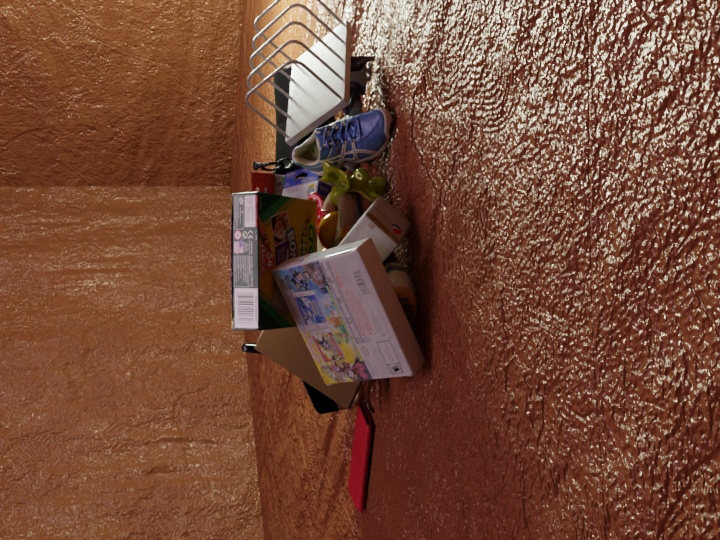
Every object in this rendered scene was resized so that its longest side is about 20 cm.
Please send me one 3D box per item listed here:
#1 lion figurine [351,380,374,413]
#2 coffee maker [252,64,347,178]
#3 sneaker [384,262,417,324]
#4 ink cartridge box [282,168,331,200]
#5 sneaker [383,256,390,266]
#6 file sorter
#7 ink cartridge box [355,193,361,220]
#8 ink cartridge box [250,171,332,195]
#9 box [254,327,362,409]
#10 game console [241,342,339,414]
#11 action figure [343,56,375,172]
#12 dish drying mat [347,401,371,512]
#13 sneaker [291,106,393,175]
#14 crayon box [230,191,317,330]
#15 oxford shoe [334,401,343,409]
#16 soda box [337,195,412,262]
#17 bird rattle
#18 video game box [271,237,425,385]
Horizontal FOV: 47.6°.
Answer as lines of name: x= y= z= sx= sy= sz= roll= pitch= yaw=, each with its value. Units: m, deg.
lion figurine: x=-0.026 y=0.157 z=1.460 sx=0.124 sy=0.198 sz=0.072 roll=-61 pitch=-28 yaw=0
coffee maker: x=-0.112 y=-0.292 z=1.581 sx=0.191 sy=0.132 sz=0.205 roll=2 pitch=-95 yaw=-60
sneaker: x=0.040 y=0.075 z=1.256 sx=0.089 sy=0.074 sz=0.202 roll=-95 pitch=21 yaw=-44
ink cartridge box: x=-0.110 y=-0.089 z=1.513 sx=0.118 sy=0.041 sz=0.205 roll=-6 pitch=73 yaw=50
sneaker: x=0.000 y=0.000 z=1.384 sx=0.200 sy=0.069 sz=0.080 roll=-177 pitch=93 yaw=-75
file sorter: x=-0.106 y=-0.343 z=1.348 sx=0.137 sy=0.124 sz=0.203 roll=-29 pitch=45 yaw=33
ink cartridge box: x=-0.047 y=-0.041 z=1.570 sx=0.202 sy=0.066 sz=0.118 roll=106 pitch=157 yaw=-50
ink cartridge box: x=-0.138 y=-0.149 z=1.683 sx=0.050 sy=0.198 sz=0.112 roll=2 pitch=94 yaw=39
box: x=-0.067 y=0.109 z=1.365 sx=0.166 sy=0.198 sz=0.021 roll=-64 pitch=-16 yaw=12
game console: x=-0.126 y=0.209 z=1.598 sx=0.200 sy=0.172 sz=0.119 roll=24 pitch=-110 yaw=-74
action figure: x=-0.011 y=-0.266 z=1.417 sx=0.130 sy=0.068 sz=0.205 roll=-151 pitch=57 yaw=-66
dish drying mat: x=0.001 y=0.350 z=1.525 sx=0.077 sy=0.018 sz=0.204 roll=-118 pitch=31 yaw=-59
sneaker: x=-0.029 y=-0.206 z=1.330 sx=0.198 sy=0.076 sz=0.077 roll=-25 pitch=75 yaw=37
crayon box: x=-0.131 y=-0.013 z=1.274 sx=0.172 sy=0.057 sz=0.205 roll=0 pitch=-90 yaw=-62
oxford shoe: x=-0.057 y=0.163 z=1.556 sx=0.075 sy=0.057 sz=0.203 roll=137 pitch=109 yaw=-84
soda box: x=-0.008 y=-0.018 z=1.248 sx=0.200 sy=0.068 sz=0.064 roll=-48 pitch=2 yaw=40
bird rattle: x=-0.049 y=-0.085 z=1.360 sx=0.200 sy=0.111 sz=0.166 roll=-42 pitch=41 yaw=47
video game box: x=-0.019 y=0.066 z=1.187 sx=0.180 sy=0.047 sz=0.203 roll=-13 pitch=108 yaw=40
